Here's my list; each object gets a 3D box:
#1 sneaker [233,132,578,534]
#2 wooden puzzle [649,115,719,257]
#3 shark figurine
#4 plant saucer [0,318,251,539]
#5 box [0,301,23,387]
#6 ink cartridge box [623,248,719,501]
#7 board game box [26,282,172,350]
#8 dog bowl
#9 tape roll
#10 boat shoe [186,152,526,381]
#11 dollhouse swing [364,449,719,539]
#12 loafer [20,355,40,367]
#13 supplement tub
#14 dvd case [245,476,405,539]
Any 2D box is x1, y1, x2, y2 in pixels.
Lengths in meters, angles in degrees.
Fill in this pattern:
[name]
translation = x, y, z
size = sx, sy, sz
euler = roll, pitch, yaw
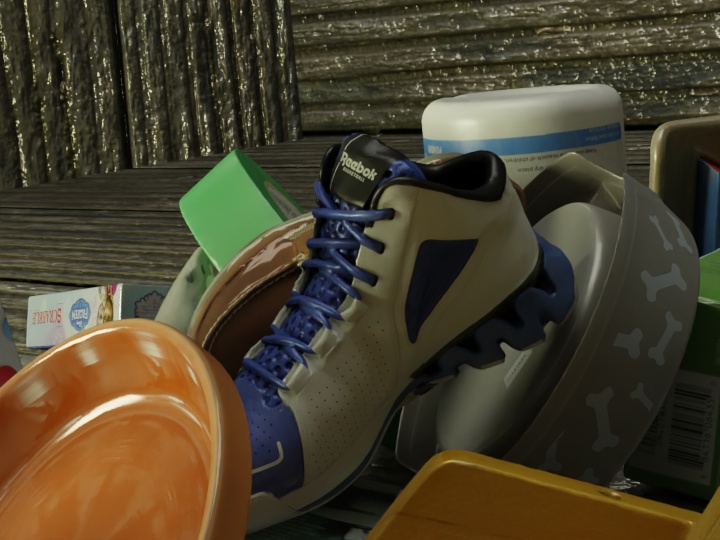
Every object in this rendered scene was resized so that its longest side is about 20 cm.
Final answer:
[sneaker]
translation = -0.004, 0.008, 0.700
size = 0.198, 0.116, 0.080
euler = -35, 32, -17
[wooden puzzle]
translation = 0.261, -0.005, 0.980
size = 0.197, 0.188, 0.046
euler = -10, 24, -19
[shark figurine]
translation = -0.126, 0.088, 0.873
size = 0.088, 0.130, 0.215
euler = 8, 28, 2
[plant saucer]
translation = -0.108, 0.111, 0.551
size = 0.032, 0.202, 0.199
euler = 37, -19, -34
[box]
translation = -0.221, 0.040, 0.684
size = 0.155, 0.202, 0.041
euler = -14, -8, -43
[ink cartridge box]
translation = 0.211, 0.045, 0.899
size = 0.059, 0.105, 0.199
euler = 12, 17, 29
[board game box]
translation = -0.112, 0.039, 1.154
size = 0.197, 0.042, 0.199
euler = 4, -5, -28
[dog bowl]
translation = 0.093, 0.039, 0.812
size = 0.058, 0.202, 0.200
euler = 28, 1, -14
[tape roll]
translation = -0.026, 0.017, 0.979
size = 0.048, 0.201, 0.200
euler = -41, 8, 4
[boat shoe]
translation = 0.000, 0.000, 0.826
size = 0.199, 0.076, 0.072
euler = -36, 17, -18
[dollhouse swing]
translation = 0.083, 0.074, 0.520
size = 0.179, 0.178, 0.200
euler = 15, 10, 0
[loafer]
translation = -0.187, 0.087, 1.052
size = 0.198, 0.071, 0.070
euler = -1, 1, -28
[supplement tub]
translation = 0.110, -0.013, 1.048
size = 0.130, 0.203, 0.132
euler = -5, 8, 1
[dvd case]
translation = -0.030, 0.127, 0.657
size = 0.144, 0.022, 0.200
euler = 12, 19, 10
